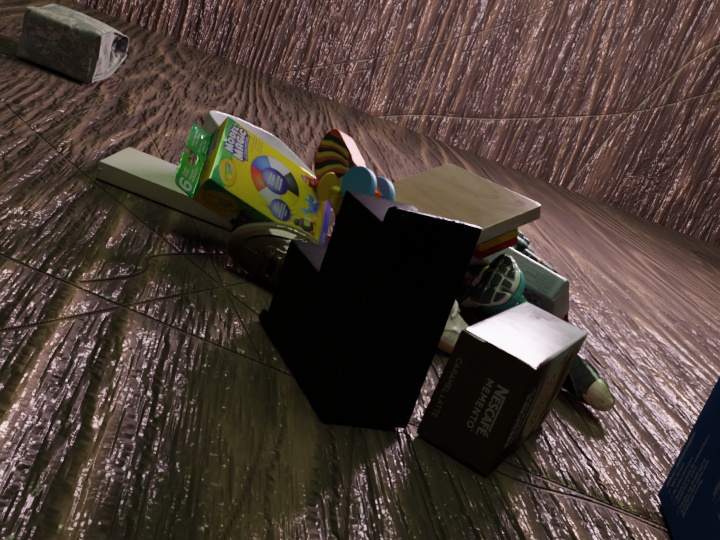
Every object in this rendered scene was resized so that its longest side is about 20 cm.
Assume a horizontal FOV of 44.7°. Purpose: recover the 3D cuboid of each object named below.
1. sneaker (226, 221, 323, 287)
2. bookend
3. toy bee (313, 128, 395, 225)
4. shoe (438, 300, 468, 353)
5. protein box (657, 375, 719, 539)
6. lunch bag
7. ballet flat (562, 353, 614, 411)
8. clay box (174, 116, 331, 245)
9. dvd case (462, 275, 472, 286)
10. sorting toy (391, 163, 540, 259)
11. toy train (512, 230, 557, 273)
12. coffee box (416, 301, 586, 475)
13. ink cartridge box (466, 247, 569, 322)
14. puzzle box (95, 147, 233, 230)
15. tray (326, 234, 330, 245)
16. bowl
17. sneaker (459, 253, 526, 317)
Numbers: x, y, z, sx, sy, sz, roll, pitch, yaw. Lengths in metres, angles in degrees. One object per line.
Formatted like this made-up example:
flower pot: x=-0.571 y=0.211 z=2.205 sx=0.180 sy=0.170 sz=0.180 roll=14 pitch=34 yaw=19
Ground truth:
sneaker: x=-0.064 y=0.002 z=1.018 sx=0.197 sy=0.071 sz=0.076 roll=20 pitch=20 yaw=-4
bookend: x=-0.002 y=0.009 z=0.836 sx=0.091 sy=0.202 sz=0.200 roll=10 pitch=18 yaw=-29
toy bee: x=-0.011 y=-0.076 z=1.080 sx=0.130 sy=0.109 sz=0.201 roll=33 pitch=18 yaw=-40
shoe: x=0.076 y=0.031 z=1.035 sx=0.199 sy=0.053 sz=0.070 roll=41 pitch=24 yaw=-23
protein box: x=0.375 y=0.187 z=0.757 sx=0.133 sy=0.201 sz=0.200 roll=22 pitch=16 yaw=4
lunch bag: x=-0.572 y=-0.461 z=1.769 sx=0.162 sy=0.119 sz=0.200 roll=20 pitch=21 yaw=-3
ballet flat: x=0.233 y=0.120 z=1.088 sx=0.056 sy=0.067 sz=0.199 roll=-32 pitch=41 yaw=-20
clay box: x=-0.126 y=-0.102 z=1.077 sx=0.199 sy=0.047 sz=0.116 roll=33 pitch=42 yaw=-27
dvd case: x=0.068 y=-0.014 z=1.344 sx=0.148 sy=0.016 sz=0.199 roll=32 pitch=19 yaw=33
sorting toy: x=0.107 y=-0.060 z=1.192 sx=0.197 sy=0.071 sz=0.199 roll=-21 pitch=33 yaw=-26
toy train: x=0.271 y=-0.002 z=1.440 sx=0.114 sy=0.086 sz=0.200 roll=40 pitch=8 yaw=16
coffee box: x=0.145 y=0.109 z=0.868 sx=0.079 sy=0.116 sz=0.199 roll=28 pitch=18 yaw=22
ink cartridge box: x=0.220 y=0.022 z=1.313 sx=0.199 sy=0.044 sz=0.174 roll=33 pitch=-18 yaw=28
puzzle box: x=-0.256 y=-0.117 z=1.231 sx=0.197 sy=0.026 sz=0.133 roll=22 pitch=15 yaw=-3
tray: x=0.000 y=0.000 z=1.173 sx=0.197 sy=0.038 sz=0.099 roll=21 pitch=16 yaw=1
bowl: x=-0.136 y=-0.129 z=1.258 sx=0.200 sy=0.075 sz=0.199 roll=46 pitch=15 yaw=23
sneaker: x=0.197 y=0.031 z=1.199 sx=0.079 sy=0.078 sz=0.200 roll=33 pitch=-5 yaw=1
